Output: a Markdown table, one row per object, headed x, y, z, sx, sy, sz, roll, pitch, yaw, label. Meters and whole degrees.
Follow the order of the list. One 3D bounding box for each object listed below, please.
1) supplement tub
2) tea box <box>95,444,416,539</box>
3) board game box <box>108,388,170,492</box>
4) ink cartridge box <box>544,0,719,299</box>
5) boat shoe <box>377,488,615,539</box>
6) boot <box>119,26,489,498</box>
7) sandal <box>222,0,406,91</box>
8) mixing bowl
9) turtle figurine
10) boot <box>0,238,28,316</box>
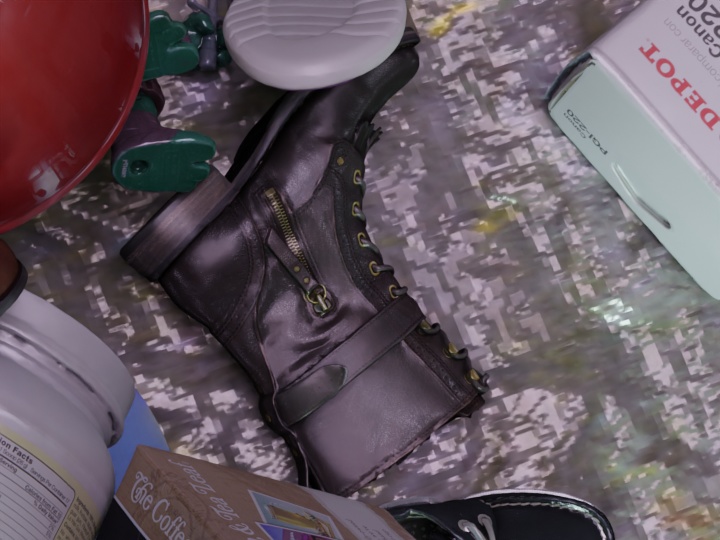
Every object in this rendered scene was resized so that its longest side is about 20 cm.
| x | y | z | sx | sy | sz | roll | pitch | yaw | label |
| --- | --- | --- | --- | --- | --- | --- | --- | --- | --- |
| -0.188 | 0.110 | 0.933 | 0.145 | 0.145 | 0.200 | 27 | 65 | -5 | supplement tub |
| -0.036 | 0.204 | 0.894 | 0.133 | 0.200 | 0.197 | 18 | 102 | -32 | tea box |
| -0.183 | 0.112 | 1.037 | 0.200 | 0.039 | 0.158 | 3 | 69 | -15 | board game box |
| 0.215 | -0.103 | 1.158 | 0.200 | 0.085 | 0.146 | -41 | 87 | -17 | ink cartridge box |
| 0.032 | 0.142 | 1.063 | 0.200 | 0.060 | 0.076 | -14 | 79 | -16 | boat shoe |
| 0.000 | 0.000 | 1.100 | 0.200 | 0.069 | 0.174 | -44 | 93 | -15 | boot |
| -0.021 | -0.113 | 1.059 | 0.082 | 0.203 | 0.050 | -7 | 115 | -1 | sandal |
| -0.189 | -0.116 | 0.922 | 0.200 | 0.108 | 0.200 | 0 | 75 | -1 | mixing bowl |
| -0.115 | -0.134 | 1.079 | 0.101 | 0.150 | 0.200 | -25 | 45 | 7 | turtle figurine |
| -0.231 | -0.060 | 0.852 | 0.188 | 0.200 | 0.069 | 6 | 39 | 19 | boot |
